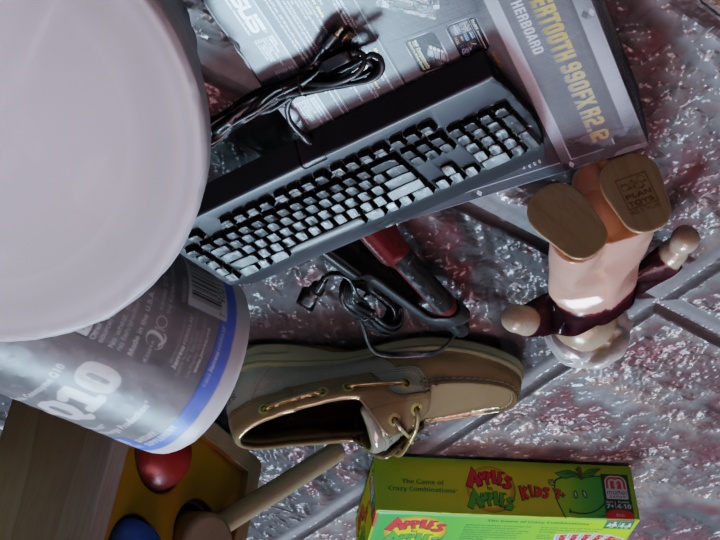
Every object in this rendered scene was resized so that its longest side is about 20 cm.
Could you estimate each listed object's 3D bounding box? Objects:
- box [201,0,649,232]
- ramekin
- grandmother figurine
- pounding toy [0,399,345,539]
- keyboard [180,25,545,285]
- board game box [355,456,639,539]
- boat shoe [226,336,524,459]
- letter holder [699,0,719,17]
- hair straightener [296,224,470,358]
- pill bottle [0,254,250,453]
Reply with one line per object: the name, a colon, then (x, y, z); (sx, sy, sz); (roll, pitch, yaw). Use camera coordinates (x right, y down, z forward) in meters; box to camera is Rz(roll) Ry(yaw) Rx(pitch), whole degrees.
box: (0.032, -0.112, 0.616); (0.157, 0.049, 0.200); (-17, 141, 18)
ramekin: (-0.159, -0.078, 0.569); (0.201, 0.094, 0.204); (1, 119, 1)
grandmother figurine: (0.133, 0.004, 0.739); (0.120, 0.061, 0.200); (-14, 157, -2)
pounding toy: (-0.129, 0.164, 0.879); (0.141, 0.185, 0.200); (-9, 144, 28)
keyboard: (-0.018, -0.052, 0.636); (0.199, 0.021, 0.127); (-24, 138, 26)
board game box: (0.101, 0.191, 1.014); (0.198, 0.048, 0.102); (3, 142, -8)
boat shoe: (0.010, 0.089, 0.861); (0.198, 0.067, 0.074); (-3, 143, 1)
letter holder: (0.178, -0.174, 0.502); (0.199, 0.101, 0.142); (27, 132, -32)
hair straightener: (0.000, 0.000, 0.777); (0.077, 0.041, 0.200); (-22, 143, 24)
pill bottle: (-0.169, 0.017, 0.720); (0.199, 0.114, 0.114); (28, 133, -33)
